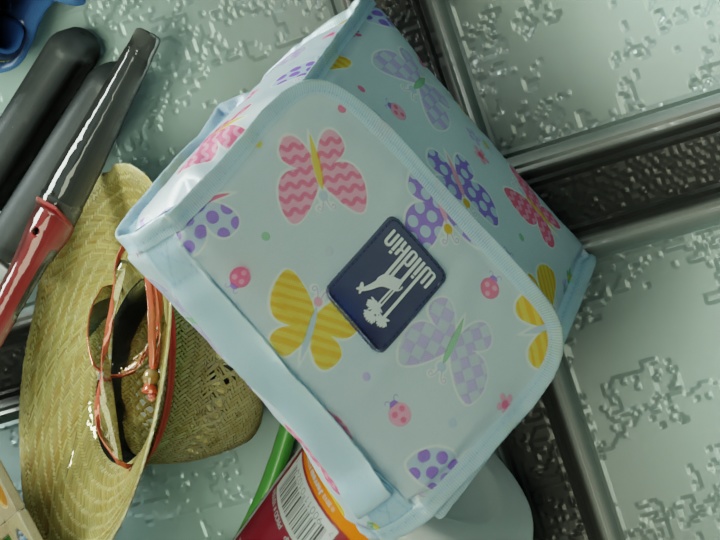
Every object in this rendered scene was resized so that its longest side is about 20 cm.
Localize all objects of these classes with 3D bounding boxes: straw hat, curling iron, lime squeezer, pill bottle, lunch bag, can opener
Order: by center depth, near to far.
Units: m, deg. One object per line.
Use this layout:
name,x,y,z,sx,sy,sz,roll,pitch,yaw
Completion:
lunch bag,0.000,0.000,1.053,0.127,0.200,0.170,-36,100,29
pill bottle,-0.017,0.161,1.167,0.113,0.113,0.200,41,117,11
curling iron,-0.153,-0.027,1.179,0.050,0.026,0.200,35,96,-11
straw hat,-0.088,0.050,1.184,0.201,0.085,0.202,-27,60,60
can opener,-0.182,-0.027,1.225,0.053,0.067,0.200,41,116,11
lime squeezer,-0.083,0.150,1.246,0.200,0.038,0.071,-38,54,29

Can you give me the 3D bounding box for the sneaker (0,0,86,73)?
sneaker,-0.209,-0.123,1.204,0.200,0.074,0.082,-30,76,29

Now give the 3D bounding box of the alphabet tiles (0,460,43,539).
alphabet tiles,-0.164,0.158,1.235,0.200,0.006,0.166,61,158,4
